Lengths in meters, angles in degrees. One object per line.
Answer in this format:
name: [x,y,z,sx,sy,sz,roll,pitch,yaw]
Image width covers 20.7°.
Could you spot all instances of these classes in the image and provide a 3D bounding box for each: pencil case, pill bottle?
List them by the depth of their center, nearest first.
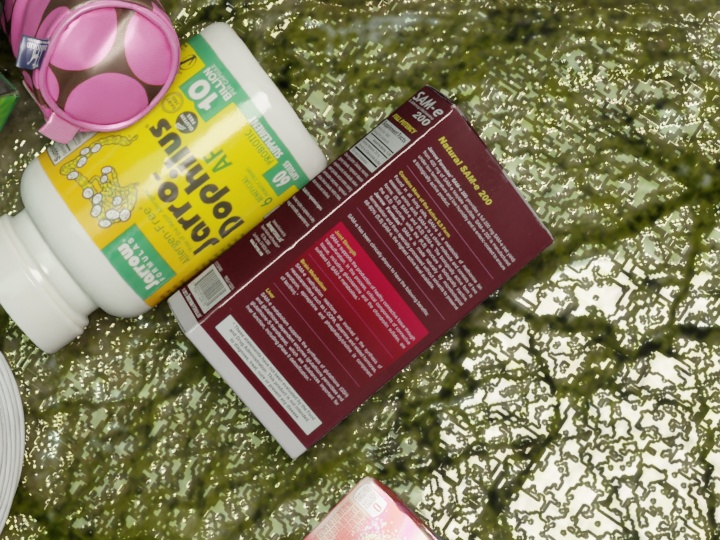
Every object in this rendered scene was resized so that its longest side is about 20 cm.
pencil case: [-0.175,-0.156,1.154,0.090,0.200,0.094,22,111,-30]
pill bottle: [-0.128,-0.044,1.159,0.199,0.113,0.113,-37,78,-1]

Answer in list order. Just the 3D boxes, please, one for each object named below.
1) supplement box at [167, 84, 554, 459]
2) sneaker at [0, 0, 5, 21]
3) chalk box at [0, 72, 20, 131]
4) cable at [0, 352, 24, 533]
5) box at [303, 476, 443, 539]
supplement box: [0.000,0.000,1.139,0.200,0.061,0.109,-39,115,-1]
sneaker: [-0.244,-0.176,1.142,0.080,0.075,0.201,-58,43,29]
chalk box: [-0.298,-0.088,1.165,0.125,0.200,0.124,43,120,13]
cable: [-0.299,0.104,1.155,0.199,0.069,0.201,28,85,10]
box: [-0.027,0.220,1.110,0.095,0.100,0.200,44,87,12]
